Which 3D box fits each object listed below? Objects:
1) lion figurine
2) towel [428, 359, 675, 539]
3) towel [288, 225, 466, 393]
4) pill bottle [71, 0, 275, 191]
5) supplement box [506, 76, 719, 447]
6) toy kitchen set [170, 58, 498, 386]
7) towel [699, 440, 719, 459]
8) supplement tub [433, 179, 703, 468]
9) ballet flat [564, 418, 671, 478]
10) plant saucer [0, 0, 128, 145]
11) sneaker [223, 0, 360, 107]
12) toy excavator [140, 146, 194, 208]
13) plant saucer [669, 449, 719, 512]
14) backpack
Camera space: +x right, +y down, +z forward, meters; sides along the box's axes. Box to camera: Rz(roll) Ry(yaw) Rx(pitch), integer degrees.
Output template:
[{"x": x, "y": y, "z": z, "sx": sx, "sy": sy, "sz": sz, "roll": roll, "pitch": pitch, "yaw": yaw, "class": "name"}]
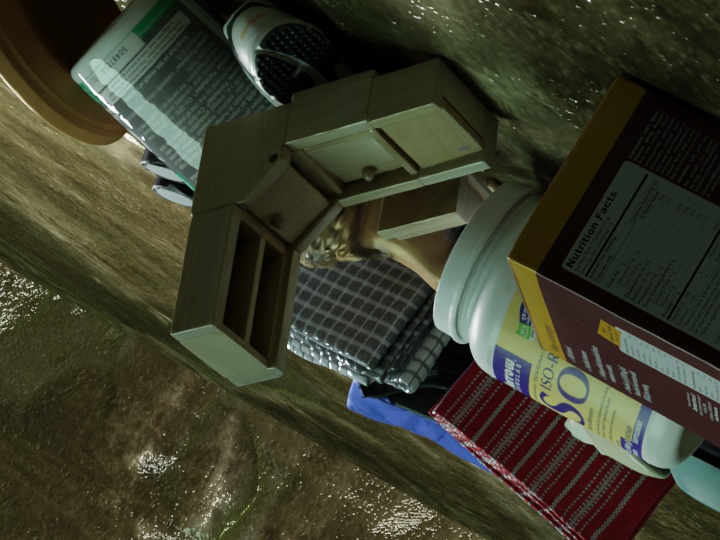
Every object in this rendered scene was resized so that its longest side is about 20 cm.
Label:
[{"x": 0.045, "y": -0.026, "z": 1.706, "sx": 0.200, "sy": 0.123, "sz": 0.072, "roll": 28, "pitch": 168, "yaw": 22, "class": "lion figurine"}, {"x": 0.175, "y": 0.130, "z": 1.840, "sx": 0.200, "sy": 0.145, "sz": 0.022, "roll": 40, "pitch": 172, "yaw": 14, "class": "towel"}, {"x": 0.000, "y": 0.000, "z": 1.849, "sx": 0.200, "sy": 0.166, "sz": 0.086, "roll": 23, "pitch": 160, "yaw": 41, "class": "towel"}, {"x": -0.113, "y": -0.123, "z": 1.684, "sx": 0.200, "sy": 0.113, "sz": 0.113, "roll": 43, "pitch": 168, "yaw": -10, "class": "pill bottle"}, {"x": 0.217, "y": 0.013, "z": 1.353, "sx": 0.200, "sy": 0.133, "sz": 0.197, "roll": 29, "pitch": 169, "yaw": 18, "class": "supplement box"}, {"x": 0.006, "y": -0.014, "z": 1.545, "sx": 0.200, "sy": 0.181, "sz": 0.163, "roll": -14, "pitch": 142, "yaw": 32, "class": "toy kitchen set"}, {"x": 0.331, "y": 0.146, "z": 1.770, "sx": 0.200, "sy": 0.024, "sz": 0.145, "roll": 17, "pitch": -175, "yaw": -35, "class": "towel"}, {"x": 0.167, "y": 0.034, "z": 1.559, "sx": 0.200, "sy": 0.146, "sz": 0.145, "roll": 28, "pitch": 169, "yaw": 20, "class": "supplement tub"}, {"x": 0.186, "y": 0.096, "z": 1.811, "sx": 0.200, "sy": 0.069, "sz": 0.069, "roll": 62, "pitch": 179, "yaw": 20, "class": "ballet flat"}, {"x": -0.238, "y": -0.193, "z": 1.746, "sx": 0.200, "sy": 0.037, "sz": 0.200, "roll": 45, "pitch": -154, "yaw": -29, "class": "plant saucer"}, {"x": -0.027, "y": -0.132, "z": 1.625, "sx": 0.080, "sy": 0.074, "sz": 0.200, "roll": 43, "pitch": 176, "yaw": 47, "class": "sneaker"}, {"x": -0.076, "y": -0.104, "z": 1.843, "sx": 0.200, "sy": 0.100, "sz": 0.194, "roll": 17, "pitch": 166, "yaw": 8, "class": "toy excavator"}, {"x": 0.321, "y": 0.178, "z": 1.719, "sx": 0.200, "sy": 0.036, "sz": 0.200, "roll": 21, "pitch": -175, "yaw": -2, "class": "plant saucer"}, {"x": 0.108, "y": 0.088, "z": 1.958, "sx": 0.200, "sy": 0.163, "sz": 0.168, "roll": 23, "pitch": 167, "yaw": 3, "class": "backpack"}]
